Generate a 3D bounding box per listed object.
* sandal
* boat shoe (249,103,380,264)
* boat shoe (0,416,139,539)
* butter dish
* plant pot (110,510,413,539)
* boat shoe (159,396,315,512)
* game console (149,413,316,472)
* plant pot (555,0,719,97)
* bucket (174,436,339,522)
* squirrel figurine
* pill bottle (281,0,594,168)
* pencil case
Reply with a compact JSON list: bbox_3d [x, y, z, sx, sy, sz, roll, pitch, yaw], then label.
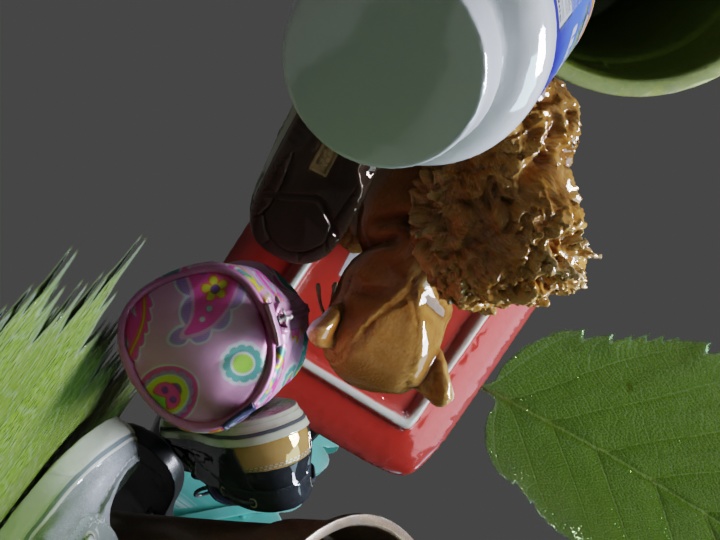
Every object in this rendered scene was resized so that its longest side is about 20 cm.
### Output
[{"bbox_3d":[-0.160,0.168,1.118,0.045,0.075,0.200,-53,169,-32],"label":"sandal"},{"bbox_3d":[0.003,-0.101,0.879,0.203,0.075,0.075,-51,-166,24],"label":"boat shoe"},{"bbox_3d":[-0.164,0.165,0.877,0.201,0.071,0.070,-54,177,-41],"label":"boat shoe"},{"bbox_3d":[0.000,0.000,1.121,0.200,0.199,0.148,-55,-159,7],"label":"butter dish"},{"bbox_3d":[-0.086,0.225,0.951,0.200,0.197,0.202,-8,100,-52],"label":"plant pot"},{"bbox_3d":[-0.074,0.108,0.995,0.074,0.063,0.200,-17,-175,-18],"label":"boat shoe"},{"bbox_3d":[-0.058,0.076,1.262,0.200,0.175,0.117,120,-20,-55],"label":"game console"},{"bbox_3d":[0.137,-0.203,0.958,0.201,0.199,0.190,-56,-171,2],"label":"plant pot"},{"bbox_3d":[-0.123,0.208,1.607,0.208,0.134,0.207,-57,177,-4],"label":"bucket"},{"bbox_3d":[0.044,-0.023,0.932,0.187,0.141,0.200,-64,-161,-18],"label":"squirrel figurine"},{"bbox_3d":[0.035,-0.110,0.711,0.112,0.112,0.200,-57,178,26],"label":"pill bottle"},{"bbox_3d":[-0.071,0.036,0.877,0.088,0.087,0.200,-56,178,0],"label":"pencil case"}]
